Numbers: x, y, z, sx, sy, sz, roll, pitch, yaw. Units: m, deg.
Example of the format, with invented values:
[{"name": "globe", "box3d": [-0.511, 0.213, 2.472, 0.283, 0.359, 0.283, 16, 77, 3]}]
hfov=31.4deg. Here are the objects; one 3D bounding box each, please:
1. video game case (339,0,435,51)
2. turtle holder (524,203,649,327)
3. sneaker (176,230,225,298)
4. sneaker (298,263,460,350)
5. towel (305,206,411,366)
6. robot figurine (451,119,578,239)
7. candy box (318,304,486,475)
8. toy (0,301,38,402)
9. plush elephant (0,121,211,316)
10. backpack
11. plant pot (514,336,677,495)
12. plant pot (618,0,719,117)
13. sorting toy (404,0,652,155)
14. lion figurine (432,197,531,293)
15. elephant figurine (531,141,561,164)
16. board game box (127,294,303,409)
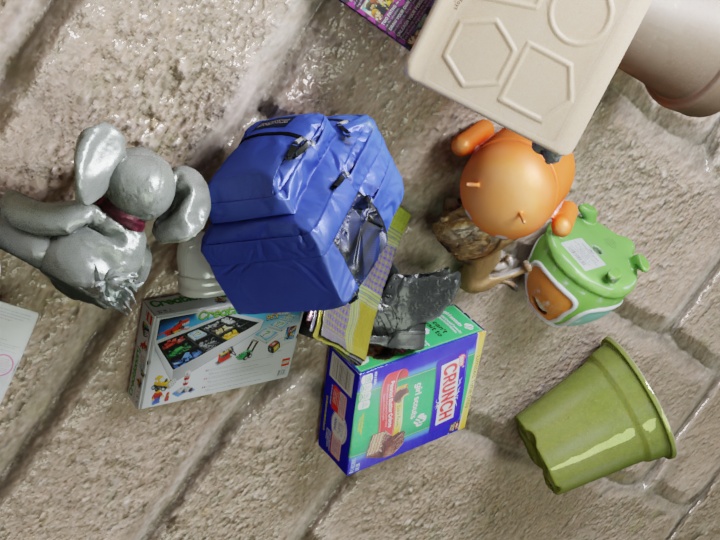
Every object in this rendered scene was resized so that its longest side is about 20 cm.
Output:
[{"name": "video game case", "box3d": [0.092, -0.310, 1.270, 0.180, 0.036, 0.201, 31, 101, -17]}, {"name": "turtle holder", "box3d": [0.291, -0.003, 1.701, 0.132, 0.140, 0.186, -56, -179, 34]}, {"name": "sneaker", "box3d": [-0.107, -0.030, 1.370, 0.199, 0.075, 0.090, -13, 105, -41]}, {"name": "sneaker", "box3d": [0.023, 0.038, 1.537, 0.197, 0.060, 0.106, 7, 94, -23]}, {"name": "towel", "box3d": [0.000, 0.000, 1.442, 0.144, 0.023, 0.202, 42, 63, -58]}, {"name": "robot figurine", "box3d": [0.181, -0.107, 1.485, 0.200, 0.115, 0.145, -43, 119, -61]}, {"name": "candy box", "box3d": [0.052, 0.151, 1.642, 0.198, 0.077, 0.171, -18, 132, -32]}, {"name": "toy", "box3d": [-0.403, 0.109, 1.227, 0.114, 0.047, 0.202, 19, 98, -36]}, {"name": "plush elephant", "box3d": [-0.234, -0.055, 1.174, 0.165, 0.199, 0.156, 40, 74, -43]}, {"name": "backpack", "box3d": [-0.049, -0.075, 1.272, 0.201, 0.161, 0.169, -57, 136, -42]}, {"name": "plant pot", "box3d": [0.335, 0.231, 1.886, 0.183, 0.201, 0.201, -29, 138, -3]}, {"name": "plant pot", "box3d": [0.347, -0.291, 1.474, 0.173, 0.201, 0.202, 10, 117, -26]}, {"name": "sorting toy", "box3d": [0.165, -0.236, 1.263, 0.198, 0.037, 0.187, 24, 103, -13]}, {"name": "lion figurine", "box3d": [0.151, -0.018, 1.598, 0.121, 0.073, 0.201, -24, 140, -14]}, {"name": "elephant figurine", "box3d": [0.203, -0.240, 1.354, 0.140, 0.200, 0.156, -19, 140, -30]}, {"name": "board game box", "box3d": [-0.158, 0.079, 1.432, 0.198, 0.035, 0.127, -9, 128, -36]}]
